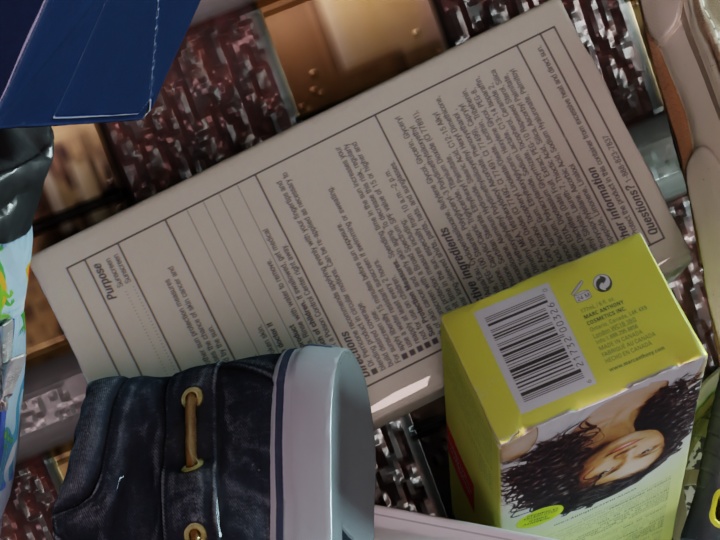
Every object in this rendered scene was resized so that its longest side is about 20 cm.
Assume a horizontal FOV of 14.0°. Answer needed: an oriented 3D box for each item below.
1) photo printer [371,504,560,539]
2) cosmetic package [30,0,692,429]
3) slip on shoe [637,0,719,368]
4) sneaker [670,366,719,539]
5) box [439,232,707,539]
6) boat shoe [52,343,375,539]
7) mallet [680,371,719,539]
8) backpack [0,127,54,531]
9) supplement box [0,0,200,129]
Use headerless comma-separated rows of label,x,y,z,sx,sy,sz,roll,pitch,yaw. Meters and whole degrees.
photo printer,0.039,0.136,0.989,0.200,0.166,0.069,9,68,19
cosmetic package,0.000,0.000,0.995,0.200,0.073,0.104,-26,84,-3
slip on shoe,0.132,-0.055,0.977,0.061,0.200,0.076,-13,150,8
sneaker,0.176,0.053,1.054,0.077,0.089,0.200,33,100,-17
box,0.069,0.058,0.984,0.075,0.200,0.050,-23,69,-5
boat shoe,-0.045,0.120,0.893,0.091,0.200,0.071,-7,151,15
mallet,0.153,0.002,1.037,0.066,0.041,0.200,8,87,-19
backpack,-0.188,0.049,0.954,0.163,0.154,0.200,11,121,12
supplement box,-0.129,-0.173,0.862,0.200,0.134,0.200,27,100,11
